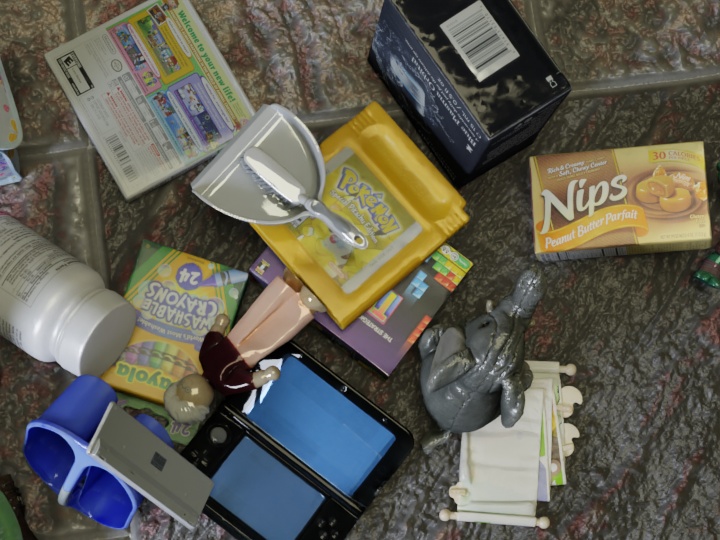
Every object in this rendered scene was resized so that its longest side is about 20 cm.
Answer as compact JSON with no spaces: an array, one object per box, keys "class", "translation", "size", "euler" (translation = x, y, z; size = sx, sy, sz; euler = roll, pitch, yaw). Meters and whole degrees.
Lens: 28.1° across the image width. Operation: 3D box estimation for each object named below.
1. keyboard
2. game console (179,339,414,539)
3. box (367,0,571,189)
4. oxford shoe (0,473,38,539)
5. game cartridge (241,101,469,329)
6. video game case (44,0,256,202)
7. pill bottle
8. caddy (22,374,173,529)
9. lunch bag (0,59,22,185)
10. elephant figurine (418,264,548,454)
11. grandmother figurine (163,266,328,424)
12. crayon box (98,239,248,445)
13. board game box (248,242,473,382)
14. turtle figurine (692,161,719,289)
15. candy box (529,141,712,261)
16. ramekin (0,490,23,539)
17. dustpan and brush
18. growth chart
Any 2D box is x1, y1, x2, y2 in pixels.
[{"class":"keyboard","translation":[-0.207,0.199,1.447],"size":[0.011,0.200,0.056],"euler":[4,62,30]},{"class":"game console","translation":[-0.076,0.203,1.548],"size":[0.200,0.117,0.176],"euler":[37,52,4]},{"class":"box","translation":[0.116,-0.222,1.613],"size":[0.117,0.200,0.197],"euler":[-33,83,-11]},{"class":"oxford shoe","translation":[-0.384,0.263,1.538],"size":[0.200,0.073,0.085],"euler":[33,76,2]},{"class":"game cartridge","translation":[-0.002,-0.063,1.600],"size":[0.200,0.032,0.176],"euler":[-41,82,-9]},{"class":"video game case","translation":[-0.239,-0.207,1.671],"size":[0.182,0.022,0.201],"euler":[-30,82,-10]},{"class":"pill bottle","translation":[-0.347,0.027,1.545],"size":[0.200,0.113,0.114],"euler":[31,77,17]},{"class":"caddy","translation":[-0.281,0.199,1.503],"size":[0.141,0.200,0.105],"euler":[36,61,2]},{"class":"lunch bag","translation":[-0.440,-0.183,1.557],"size":[0.127,0.200,0.170],"euler":[-16,80,-8]},{"class":"elephant figurine","translation":[0.129,0.098,1.532],"size":[0.141,0.200,0.156],"euler":[-15,83,-11]},{"class":"grandmother figurine","translation":[-0.131,0.085,1.536],"size":[0.200,0.121,0.061],"euler":[-44,126,-3]},{"class":"crayon box","translation":[-0.213,0.081,1.600],"size":[0.125,0.052,0.201],"euler":[18,78,-1]},{"class":"board game box","translation":[0.000,0.000,1.633],"size":[0.200,0.057,0.166],"euler":[37,77,3]},{"class":"turtle figurine","translation":[0.471,-0.061,1.665],"size":[0.149,0.101,0.201],"euler":[26,94,18]},{"class":"candy box","translation":[0.296,-0.078,1.648],"size":[0.199,0.055,0.116],"euler":[-5,78,13]},{"class":"ramekin","translation":[-0.453,0.289,1.463],"size":[0.199,0.098,0.201],"euler":[6,108,19]},{"class":"dustpan and brush","translation":[-0.070,-0.083,1.556],"size":[0.200,0.057,0.140],"euler":[40,77,6]},{"class":"growth chart","translation":[0.174,0.194,1.628],"size":[0.144,0.018,0.201],"euler":[11,78,-3]}]
